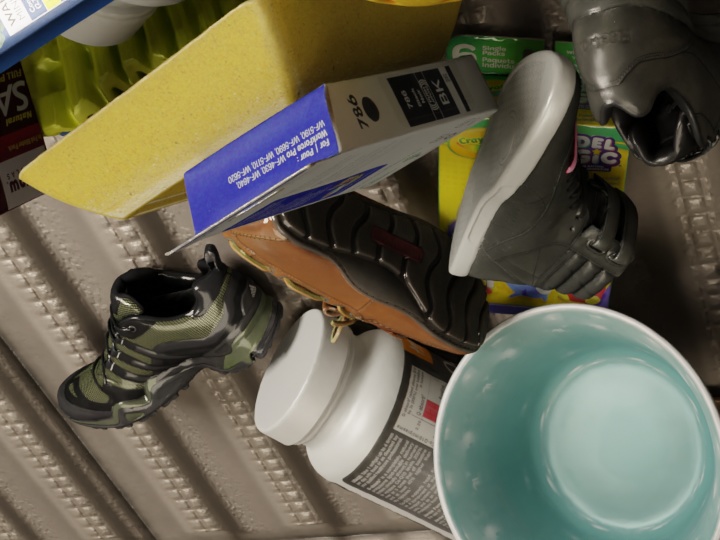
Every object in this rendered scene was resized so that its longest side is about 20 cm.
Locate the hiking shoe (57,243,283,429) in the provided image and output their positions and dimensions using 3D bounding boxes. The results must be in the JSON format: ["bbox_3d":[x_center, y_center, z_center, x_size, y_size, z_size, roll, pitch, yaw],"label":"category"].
[{"bbox_3d":[-0.155,0.043,1.058,0.199,0.076,0.101,-27,119,24],"label":"hiking shoe"}]

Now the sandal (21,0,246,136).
[{"bbox_3d":[-0.107,-0.128,0.855,0.198,0.080,0.087,-18,160,24],"label":"sandal"}]

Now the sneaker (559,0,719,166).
[{"bbox_3d":[0.169,-0.095,0.773,0.075,0.092,0.199,-14,163,42],"label":"sneaker"}]

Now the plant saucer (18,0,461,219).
[{"bbox_3d":[-0.052,-0.089,0.791,0.199,0.199,0.049,-29,86,36],"label":"plant saucer"}]

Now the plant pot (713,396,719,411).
[{"bbox_3d":[0.266,0.222,1.093,0.185,0.189,0.200,-4,150,16],"label":"plant pot"}]

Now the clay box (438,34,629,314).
[{"bbox_3d":[0.105,-0.053,0.901,0.113,0.048,0.201,4,139,8],"label":"clay box"}]

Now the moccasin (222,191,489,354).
[{"bbox_3d":[0.000,0.002,0.890,0.200,0.075,0.077,21,156,-37],"label":"moccasin"}]

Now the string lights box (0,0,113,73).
[{"bbox_3d":[-0.189,-0.141,0.676,0.199,0.059,0.103,-27,98,22],"label":"string lights box"}]

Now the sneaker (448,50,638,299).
[{"bbox_3d":[0.116,-0.049,0.809,0.098,0.071,0.201,12,151,-3],"label":"sneaker"}]

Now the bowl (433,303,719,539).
[{"bbox_3d":[0.158,0.119,0.956,0.199,0.203,0.105,-19,174,30],"label":"bowl"}]

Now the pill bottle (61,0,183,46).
[{"bbox_3d":[-0.099,-0.204,0.728,0.110,0.112,0.200,29,136,-20],"label":"pill bottle"}]

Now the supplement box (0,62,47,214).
[{"bbox_3d":[-0.240,-0.122,0.788,0.060,0.109,0.202,-9,104,22],"label":"supplement box"}]

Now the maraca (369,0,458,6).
[{"bbox_3d":[0.046,-0.174,0.625,0.197,0.108,0.138,-1,143,1],"label":"maraca"}]

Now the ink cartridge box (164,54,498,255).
[{"bbox_3d":[-0.015,-0.062,0.735,0.099,0.200,0.040,-28,89,31],"label":"ink cartridge box"}]

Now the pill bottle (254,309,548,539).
[{"bbox_3d":[0.032,0.113,1.050,0.199,0.117,0.116,28,136,-19],"label":"pill bottle"}]
